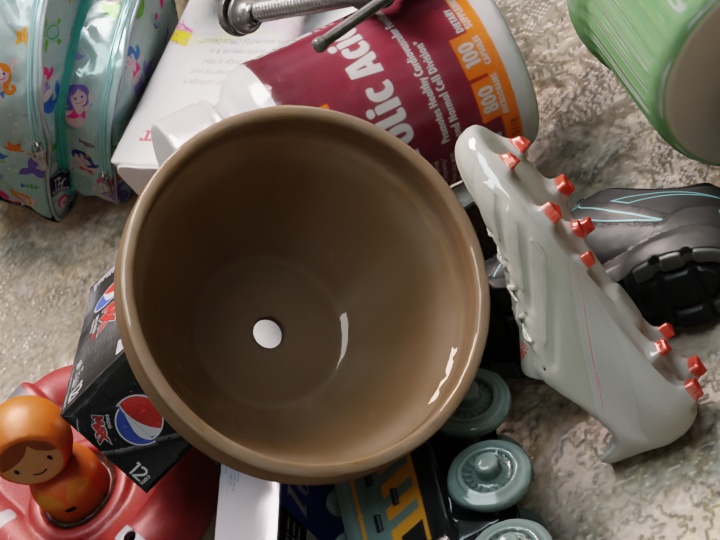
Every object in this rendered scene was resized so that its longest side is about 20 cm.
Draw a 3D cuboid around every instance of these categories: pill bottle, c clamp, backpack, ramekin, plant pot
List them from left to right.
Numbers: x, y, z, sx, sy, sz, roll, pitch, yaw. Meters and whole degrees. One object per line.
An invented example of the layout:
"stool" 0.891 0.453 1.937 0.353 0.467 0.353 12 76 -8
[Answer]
"backpack" -0.199 -0.143 1.865 0.150 0.200 0.178 7 58 14
"plant pot" -0.039 0.022 1.563 0.202 0.200 0.093 -66 9 -23
"c clamp" -0.013 -0.164 1.687 0.170 0.027 0.200 -30 16 -28
"pill bottle" -0.010 -0.081 1.666 0.199 0.115 0.114 -26 44 -12
"ramekin" 0.221 -0.149 1.599 0.199 0.200 0.098 -32 52 8

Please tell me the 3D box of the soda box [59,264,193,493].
"soda box" -0.117 0.046 1.672 0.063 0.071 0.200 -44 14 15

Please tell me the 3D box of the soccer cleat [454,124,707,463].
"soccer cleat" 0.103 0.015 1.564 0.077 0.200 0.069 -35 7 20

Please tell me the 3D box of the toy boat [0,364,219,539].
"toy boat" -0.169 0.119 1.692 0.131 0.131 0.200 -48 45 -6

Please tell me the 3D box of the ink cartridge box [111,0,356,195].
"ink cartridge box" -0.044 -0.120 1.823 0.147 0.086 0.201 6 61 36

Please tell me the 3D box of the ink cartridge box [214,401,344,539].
"ink cartridge box" -0.040 0.161 1.602 0.044 0.094 0.201 -15 51 23

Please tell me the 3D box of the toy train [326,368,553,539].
"toy train" 0.041 0.136 1.561 0.113 0.085 0.201 -15 48 1

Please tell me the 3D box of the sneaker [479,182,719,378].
"sneaker" 0.122 0.003 1.643 0.199 0.076 0.080 -12 40 15

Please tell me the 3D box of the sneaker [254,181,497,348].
"sneaker" 0.000 0.000 1.711 0.200 0.073 0.085 -39 49 4
